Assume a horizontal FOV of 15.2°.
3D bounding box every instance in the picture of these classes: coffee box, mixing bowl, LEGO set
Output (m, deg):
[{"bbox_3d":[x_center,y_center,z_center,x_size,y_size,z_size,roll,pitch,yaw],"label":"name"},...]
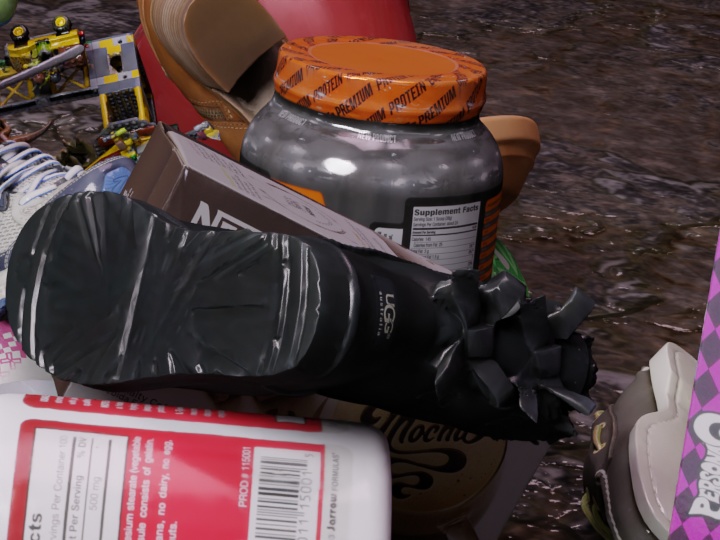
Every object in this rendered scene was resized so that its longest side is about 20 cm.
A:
[{"bbox_3d":[-0.020,0.036,1.133,0.199,0.114,0.080,27,9,-18],"label":"coffee box"},{"bbox_3d":[-0.039,-0.090,1.612,0.199,0.201,0.109,-3,44,-30],"label":"mixing bowl"},{"bbox_3d":[-0.145,-0.023,1.366,0.153,0.200,0.117,-8,58,-5],"label":"LEGO set"}]

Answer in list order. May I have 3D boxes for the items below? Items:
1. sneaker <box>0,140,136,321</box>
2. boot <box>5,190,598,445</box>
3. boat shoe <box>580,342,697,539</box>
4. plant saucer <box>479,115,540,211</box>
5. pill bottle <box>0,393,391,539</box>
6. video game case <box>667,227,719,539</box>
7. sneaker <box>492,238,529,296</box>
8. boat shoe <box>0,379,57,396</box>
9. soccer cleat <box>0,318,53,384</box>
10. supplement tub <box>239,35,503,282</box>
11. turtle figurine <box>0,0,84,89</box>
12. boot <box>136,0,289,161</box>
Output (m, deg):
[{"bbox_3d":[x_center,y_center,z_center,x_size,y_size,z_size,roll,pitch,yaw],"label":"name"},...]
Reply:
[{"bbox_3d":[-0.165,-0.023,1.236,0.077,0.086,0.200,-23,-2,-38],"label":"sneaker"},{"bbox_3d":[-0.019,0.021,1.029,0.197,0.074,0.162,5,-6,44],"label":"boot"},{"bbox_3d":[0.134,0.096,1.210,0.072,0.060,0.202,44,19,-6],"label":"boat shoe"},{"bbox_3d":[0.010,-0.034,1.510,0.199,0.038,0.200,-17,-9,-3],"label":"plant saucer"},{"bbox_3d":[-0.092,0.105,0.997,0.198,0.113,0.112,5,16,-4],"label":"pill bottle"},{"bbox_3d":[0.178,0.059,1.098,0.036,0.202,0.181,16,18,27],"label":"video game case"},{"bbox_3d":[0.053,0.004,1.452,0.073,0.084,0.200,8,15,9],"label":"sneaker"},{"bbox_3d":[-0.169,0.093,1.115,0.199,0.072,0.071,0,39,-24],"label":"boat shoe"},{"bbox_3d":[-0.122,0.046,1.248,0.086,0.070,0.200,-7,11,15],"label":"soccer cleat"},{"bbox_3d":[0.000,0.000,1.234,0.121,0.202,0.123,5,15,-1],"label":"supplement tub"},{"bbox_3d":[-0.235,-0.125,1.237,0.192,0.145,0.201,-4,40,10],"label":"turtle figurine"},{"bbox_3d":[-0.044,-0.077,1.381,0.073,0.201,0.155,-32,17,-7],"label":"boot"}]
